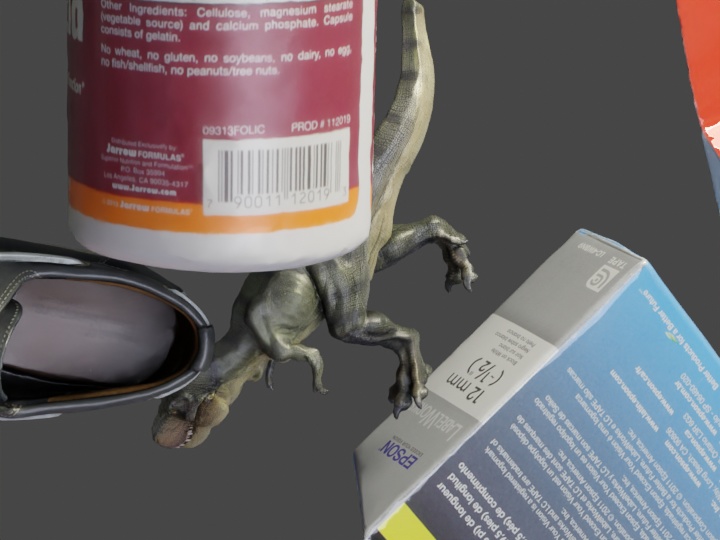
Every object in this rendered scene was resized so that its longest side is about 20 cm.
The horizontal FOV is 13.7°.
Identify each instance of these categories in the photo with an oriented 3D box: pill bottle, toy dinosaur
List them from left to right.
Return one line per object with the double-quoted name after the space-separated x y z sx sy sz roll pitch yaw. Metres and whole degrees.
-0.050 -0.109 1.084 0.114 0.114 0.201 -5 105 -25 "pill bottle"
0.000 0.000 1.178 0.088 0.047 0.200 35 83 -22 "toy dinosaur"

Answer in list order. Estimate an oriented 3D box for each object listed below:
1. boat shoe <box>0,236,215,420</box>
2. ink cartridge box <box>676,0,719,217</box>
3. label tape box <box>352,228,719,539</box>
-0.151 0.019 1.096 0.199 0.068 0.072 3 102 -25 "boat shoe"
0.227 -0.054 1.271 0.160 0.047 0.201 -23 114 -19 "ink cartridge box"
0.071 0.104 1.229 0.200 0.066 0.143 -43 117 -7 "label tape box"
